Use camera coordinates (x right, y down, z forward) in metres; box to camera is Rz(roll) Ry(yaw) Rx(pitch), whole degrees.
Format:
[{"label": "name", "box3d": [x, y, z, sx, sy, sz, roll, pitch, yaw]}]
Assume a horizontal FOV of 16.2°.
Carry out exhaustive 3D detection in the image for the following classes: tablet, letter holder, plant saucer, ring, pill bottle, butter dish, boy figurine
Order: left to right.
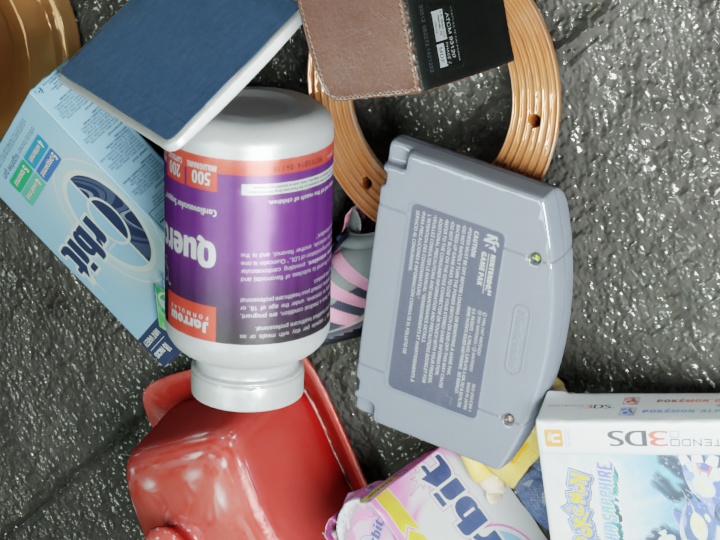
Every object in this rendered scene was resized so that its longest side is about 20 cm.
[{"label": "plant saucer", "box3d": [-0.293, -0.181, 1.904, 0.199, 0.037, 0.202, 21, 125, 33]}, {"label": "tablet", "box3d": [-0.118, -0.148, 1.663, 0.014, 0.130, 0.200, 48, 171, -33]}, {"label": "butter dish", "box3d": [-0.099, 0.179, 1.849, 0.199, 0.148, 0.201, -16, 101, 44]}, {"label": "pill bottle", "box3d": [-0.074, -0.014, 1.668, 0.112, 0.112, 0.202, 15, 113, 35]}, {"label": "letter holder", "box3d": [-0.005, -0.212, 1.560, 0.141, 0.100, 0.202, -2, 103, 40]}, {"label": "ring", "box3d": [0.048, -0.117, 1.624, 0.199, 0.019, 0.202, 10, 107, 36]}, {"label": "boy figurine", "box3d": [0.102, 0.105, 1.692, 0.200, 0.064, 0.124, 48, 138, 5]}]

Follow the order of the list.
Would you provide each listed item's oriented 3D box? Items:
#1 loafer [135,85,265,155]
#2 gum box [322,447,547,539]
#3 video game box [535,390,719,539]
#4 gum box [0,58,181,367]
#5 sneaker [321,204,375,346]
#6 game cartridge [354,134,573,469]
[{"label": "loafer", "box3d": [-0.120, -0.098, 1.771, 0.199, 0.068, 0.071, 13, 112, 33]}, {"label": "gum box", "box3d": [0.075, 0.216, 1.739, 0.201, 0.113, 0.066, 54, 136, 4]}, {"label": "video game box", "box3d": [0.212, 0.173, 1.601, 0.181, 0.047, 0.201, -1, 114, 21]}, {"label": "gum box", "box3d": [-0.174, -0.037, 1.818, 0.200, 0.045, 0.170, 47, 153, 0]}, {"label": "sneaker", "box3d": [0.000, 0.000, 1.731, 0.199, 0.070, 0.083, -24, 80, 41]}, {"label": "game cartridge", "box3d": [0.068, 0.023, 1.615, 0.132, 0.041, 0.201, 23, 122, 25]}]
